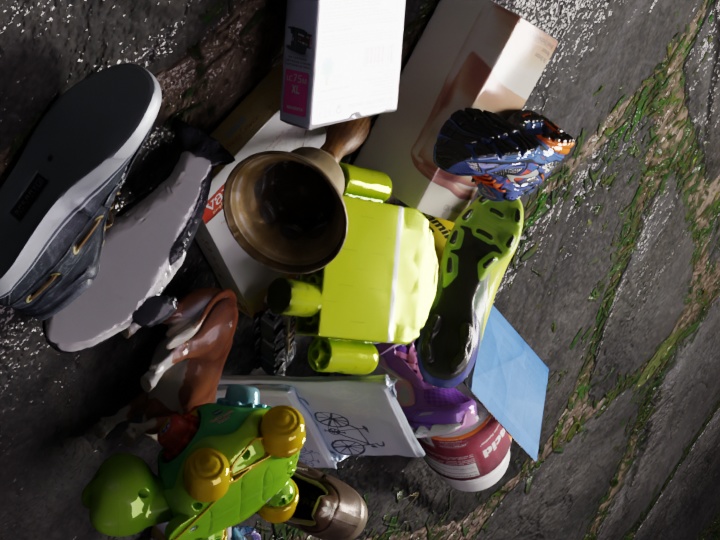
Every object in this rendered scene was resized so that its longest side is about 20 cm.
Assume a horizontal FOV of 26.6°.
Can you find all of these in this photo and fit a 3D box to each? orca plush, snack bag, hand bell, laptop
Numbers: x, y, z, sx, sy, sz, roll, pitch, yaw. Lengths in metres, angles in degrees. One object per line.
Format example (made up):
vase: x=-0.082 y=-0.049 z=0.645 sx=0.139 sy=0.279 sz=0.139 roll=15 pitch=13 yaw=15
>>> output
orca plush: x=-0.182 y=-0.026 z=1.192 sx=0.105 sy=0.071 sz=0.202 roll=24 pitch=89 yaw=-17
snack bag: x=-0.046 y=0.146 z=1.448 sx=0.189 sy=0.198 sz=0.022 roll=66 pitch=27 yaw=-58
hand bell: x=-0.027 y=-0.090 z=1.244 sx=0.200 sy=0.103 sz=0.105 roll=-56 pitch=163 yaw=-56
laptop: x=0.179 y=0.067 z=1.696 sx=0.188 sy=0.115 sz=0.201 roll=-71 pitch=177 yaw=-58

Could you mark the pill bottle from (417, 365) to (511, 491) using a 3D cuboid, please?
pill bottle: x=0.118 y=0.180 z=1.799 sx=0.114 sy=0.114 sz=0.200 roll=-48 pitch=151 yaw=-15

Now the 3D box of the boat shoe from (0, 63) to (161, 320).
boat shoe: x=-0.204 y=-0.056 z=1.098 sx=0.201 sy=0.071 sz=0.091 roll=-49 pitch=153 yaw=1

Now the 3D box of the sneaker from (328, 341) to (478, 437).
sneaker: x=0.039 y=0.104 z=1.535 sx=0.080 sy=0.199 sz=0.089 roll=-8 pitch=110 yaw=-39

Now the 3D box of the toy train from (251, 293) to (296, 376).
toy train: x=-0.075 y=0.060 z=1.393 sx=0.046 sy=0.034 sz=0.200 roll=-52 pitch=172 yaw=-15

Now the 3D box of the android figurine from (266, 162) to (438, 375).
android figurine: x=0.000 y=0.000 z=1.339 sx=0.199 sy=0.041 sz=0.184 roll=5 pitch=88 yaw=-47

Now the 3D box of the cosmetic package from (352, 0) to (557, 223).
cosmetic package: x=0.089 y=-0.155 z=1.430 sx=0.103 sy=0.087 sz=0.201 roll=9 pitch=112 yaw=-61

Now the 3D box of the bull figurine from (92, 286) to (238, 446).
bull figurine: x=-0.162 y=0.101 z=1.324 sx=0.121 sy=0.065 sz=0.201 roll=-21 pitch=137 yaw=-45

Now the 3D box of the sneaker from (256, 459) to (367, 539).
sneaker: x=-0.087 y=0.193 z=1.410 sx=0.075 sy=0.199 sz=0.071 roll=37 pitch=70 yaw=-56

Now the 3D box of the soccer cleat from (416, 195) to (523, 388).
soccer cleat: x=0.101 y=0.017 z=1.447 sx=0.084 sy=0.064 sz=0.202 roll=87 pitch=23 yaw=-73

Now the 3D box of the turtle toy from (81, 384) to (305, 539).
turtle toy: x=-0.134 y=0.169 z=1.276 sx=0.199 sy=0.101 sz=0.146 roll=-27 pitch=148 yaw=-26

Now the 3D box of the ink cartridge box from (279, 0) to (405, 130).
ink cartridge box: x=-0.010 y=-0.222 z=1.223 sx=0.119 sy=0.042 sz=0.202 roll=-18 pitch=120 yaw=-50

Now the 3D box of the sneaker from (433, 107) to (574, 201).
sneaker: x=0.128 y=-0.097 z=1.385 sx=0.199 sy=0.075 sz=0.079 roll=-5 pitch=126 yaw=-53

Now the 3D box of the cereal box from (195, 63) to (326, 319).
cereal box: x=-0.080 y=-0.063 z=1.308 sx=0.144 sy=0.039 sz=0.200 roll=-49 pitch=152 yaw=-16

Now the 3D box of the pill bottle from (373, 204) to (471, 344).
pill bottle: x=0.055 y=-0.005 z=1.509 sx=0.199 sy=0.112 sz=0.113 roll=-20 pitch=136 yaw=-49

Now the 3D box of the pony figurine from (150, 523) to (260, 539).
pony figurine: x=-0.143 y=0.312 z=1.431 sx=0.166 sy=0.199 sz=0.194 roll=-18 pitch=134 yaw=-50
